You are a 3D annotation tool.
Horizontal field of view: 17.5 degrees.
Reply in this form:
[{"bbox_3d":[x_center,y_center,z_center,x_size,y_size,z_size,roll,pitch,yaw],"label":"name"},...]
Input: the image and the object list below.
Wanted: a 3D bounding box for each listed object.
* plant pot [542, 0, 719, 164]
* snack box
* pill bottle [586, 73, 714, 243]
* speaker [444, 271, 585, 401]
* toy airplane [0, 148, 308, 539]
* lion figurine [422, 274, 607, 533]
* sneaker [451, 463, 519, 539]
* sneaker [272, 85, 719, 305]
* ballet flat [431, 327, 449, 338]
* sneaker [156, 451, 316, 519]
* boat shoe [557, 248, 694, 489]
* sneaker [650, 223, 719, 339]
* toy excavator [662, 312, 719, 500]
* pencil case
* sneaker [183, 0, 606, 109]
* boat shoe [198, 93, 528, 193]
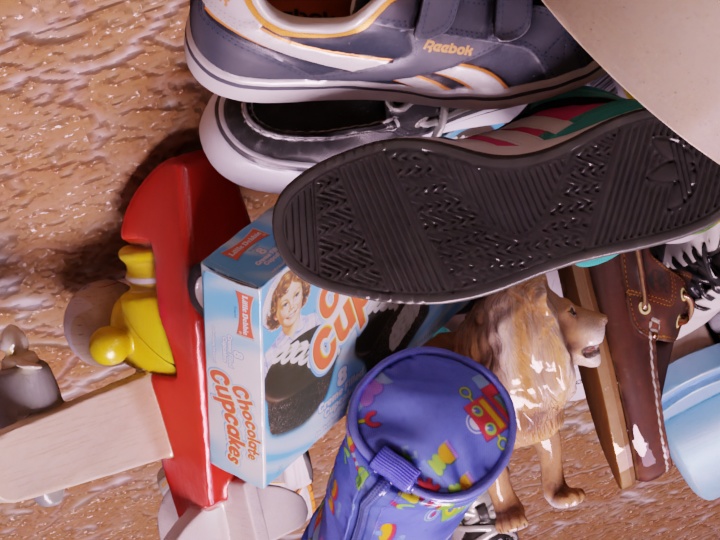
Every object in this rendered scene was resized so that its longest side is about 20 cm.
[{"bbox_3d":[0.183,-0.165,0.931,0.200,0.187,0.187,-47,147,22],"label":"plant pot"},{"bbox_3d":[0.000,0.000,1.099,0.200,0.037,0.116,-41,142,-41],"label":"snack box"},{"bbox_3d":[0.192,-0.109,1.101,0.111,0.111,0.200,6,145,-45],"label":"pill bottle"},{"bbox_3d":[0.088,0.013,1.310,0.081,0.081,0.200,-27,155,14],"label":"speaker"},{"bbox_3d":[-0.092,0.054,1.168,0.199,0.141,0.200,-59,143,-10],"label":"toy airplane"},{"bbox_3d":[0.062,0.063,1.199,0.072,0.123,0.200,-19,-174,-23],"label":"lion figurine"},{"bbox_3d":[0.084,0.137,1.524,0.075,0.116,0.201,-17,155,-7],"label":"sneaker"},{"bbox_3d":[0.061,-0.035,1.023,0.199,0.084,0.121,-8,-177,-1],"label":"sneaker"},{"bbox_3d":[0.026,0.043,1.339,0.062,0.068,0.200,-16,161,17],"label":"ballet flat"},{"bbox_3d":[-0.078,0.113,1.399,0.092,0.076,0.200,-14,154,-5],"label":"sneaker"},{"bbox_3d":[0.136,0.008,1.195,0.070,0.201,0.070,-13,177,-4],"label":"boat shoe"},{"bbox_3d":[0.185,-0.017,1.224,0.200,0.074,0.080,-52,-174,45],"label":"sneaker"},{"bbox_3d":[0.250,0.125,1.526,0.100,0.200,0.194,-27,155,14],"label":"toy excavator"},{"bbox_3d":[0.016,0.116,1.137,0.087,0.078,0.200,-53,170,-31],"label":"pencil case"},{"bbox_3d":[0.028,-0.116,0.980,0.199,0.079,0.079,-7,149,-14],"label":"sneaker"},{"bbox_3d":[0.024,-0.089,1.052,0.199,0.074,0.068,-11,157,-22],"label":"boat shoe"}]
